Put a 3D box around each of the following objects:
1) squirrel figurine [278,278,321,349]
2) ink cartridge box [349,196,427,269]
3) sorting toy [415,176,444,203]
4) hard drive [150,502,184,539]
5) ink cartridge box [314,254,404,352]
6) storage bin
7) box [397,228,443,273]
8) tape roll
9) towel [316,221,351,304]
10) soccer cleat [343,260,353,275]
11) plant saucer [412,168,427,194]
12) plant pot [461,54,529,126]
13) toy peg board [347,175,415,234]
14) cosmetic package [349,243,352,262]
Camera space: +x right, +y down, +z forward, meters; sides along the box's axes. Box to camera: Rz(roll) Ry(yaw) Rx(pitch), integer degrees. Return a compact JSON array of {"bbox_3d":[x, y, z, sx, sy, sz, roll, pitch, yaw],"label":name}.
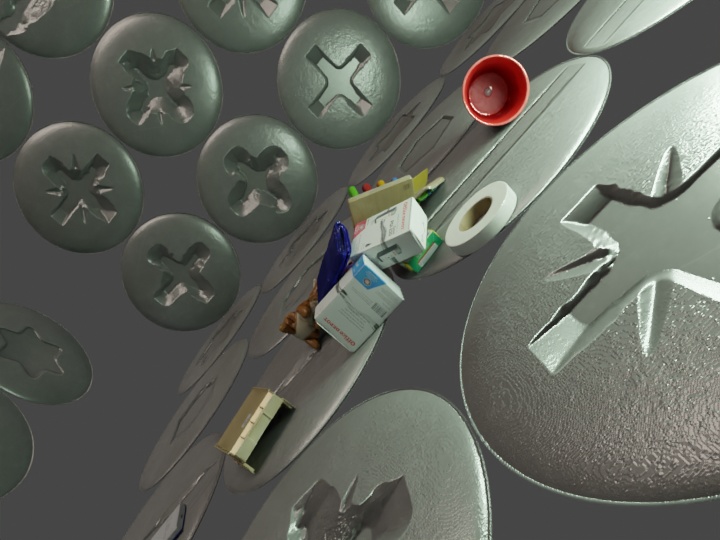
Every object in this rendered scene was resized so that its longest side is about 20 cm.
[{"bbox_3d":[-0.153,0.122,1.721,0.191,0.139,0.200,-63,4,3],"label":"squirrel figurine"},{"bbox_3d":[0.076,-0.089,1.454,0.196,0.085,0.148,-22,37,26],"label":"ink cartridge box"},{"bbox_3d":[0.176,-0.220,1.735,0.198,0.037,0.185,-37,2,29],"label":"sorting toy"},{"bbox_3d":[-0.608,0.826,1.643,0.201,0.025,0.132,-51,16,-2],"label":"hard drive"},{"bbox_3d":[-0.006,0.087,1.415,0.200,0.146,0.086,-46,18,14],"label":"ink cartridge box"},{"bbox_3d":[-0.299,0.444,1.527,0.202,0.093,0.197,-57,18,-24],"label":"storage bin"},{"bbox_3d":[0.146,-0.063,1.517,0.118,0.048,0.200,-51,19,-1],"label":"box"},{"bbox_3d":[0.285,-0.125,1.292,0.203,0.037,0.204,-46,16,17],"label":"tape roll"},{"bbox_3d":[-0.072,-0.011,1.488,0.150,0.048,0.204,-99,25,-52],"label":"towel"},{"bbox_3d":[0.000,0.000,1.600,0.068,0.074,0.198,-41,-13,30],"label":"soccer cleat"},{"bbox_3d":[0.134,-0.245,1.842,0.198,0.049,0.200,-37,1,-25],"label":"plant saucer"},{"bbox_3d":[0.402,-0.547,1.658,0.200,0.200,0.178,-45,6,15],"label":"plant pot"},{"bbox_3d":[0.058,-0.181,1.588,0.194,0.203,0.099,-22,45,-7],"label":"toy peg board"},{"bbox_3d":[-0.040,0.005,1.682,0.072,0.105,0.201,3,29,22],"label":"cosmetic package"}]
